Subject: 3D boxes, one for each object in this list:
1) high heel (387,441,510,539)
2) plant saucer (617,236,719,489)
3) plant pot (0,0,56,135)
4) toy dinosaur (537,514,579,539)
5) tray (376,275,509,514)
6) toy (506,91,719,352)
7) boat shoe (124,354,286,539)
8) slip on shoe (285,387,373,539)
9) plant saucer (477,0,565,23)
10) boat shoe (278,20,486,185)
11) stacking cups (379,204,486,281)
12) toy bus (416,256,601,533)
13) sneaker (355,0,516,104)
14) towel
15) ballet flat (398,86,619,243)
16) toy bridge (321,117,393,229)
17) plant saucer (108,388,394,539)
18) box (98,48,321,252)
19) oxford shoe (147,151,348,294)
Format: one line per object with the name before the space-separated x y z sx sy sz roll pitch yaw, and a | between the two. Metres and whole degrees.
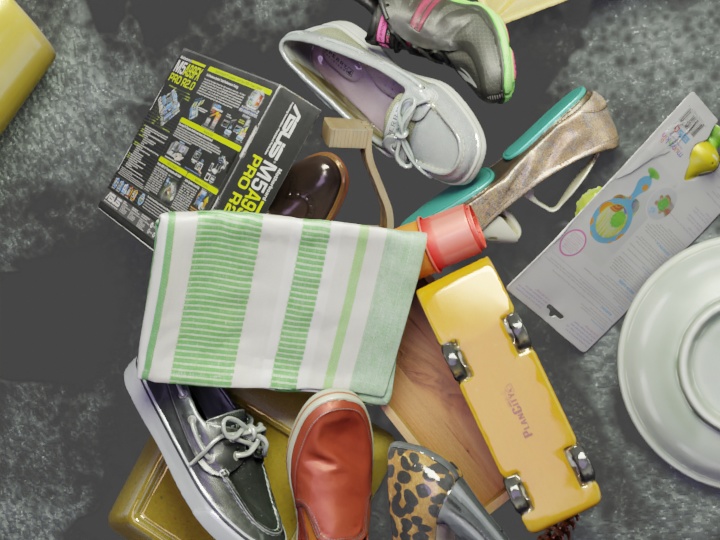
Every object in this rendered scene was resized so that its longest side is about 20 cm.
high heel | 0.026 0.229 1.024 0.143 0.071 0.200 49 118 4
plant saucer | 0.297 0.072 0.981 0.199 0.050 0.201 0 88 12
plant pot | -0.377 -0.172 1.115 0.201 0.201 0.189 43 82 13
toy dinosaur | 0.139 0.292 1.000 0.135 0.102 0.201 14 113 31
tray | 0.067 0.094 1.038 0.099 0.037 0.200 -39 84 2
toy | 0.207 -0.041 1.005 0.200 0.115 0.047 -45 38 11
boat shoe | -0.109 0.135 1.015 0.068 0.073 0.200 -42 68 24
slip on shoe | -0.019 0.188 1.002 0.074 0.061 0.201 -2 107 -23
plant saucer | 0.170 -0.317 1.041 0.199 0.048 0.201 -18 83 13
boat shoe | 0.017 -0.135 1.039 0.202 0.065 0.075 45 128 26
stacking cups | 0.000 0.000 1.010 0.199 0.060 0.061 -21 82 9
toy bus | 0.111 0.093 0.977 0.065 0.078 0.201 -25 86 2
sneaker | 0.050 -0.192 1.034 0.084 0.077 0.200 -32 58 -19
towel | -0.061 0.030 0.967 0.199 0.023 0.153 7 117 -11
ballet flat | 0.124 -0.063 1.035 0.200 0.068 0.067 -37 102 12
toy bridge | -0.009 -0.025 1.052 0.067 0.027 0.201 0 115 -18
plant saucer | -0.101 0.182 1.080 0.199 0.048 0.201 29 95 14
box | -0.128 -0.088 1.045 0.200 0.044 0.161 29 90 56
oxford shoe | -0.094 -0.028 1.083 0.200 0.073 0.071 -41 77 9
